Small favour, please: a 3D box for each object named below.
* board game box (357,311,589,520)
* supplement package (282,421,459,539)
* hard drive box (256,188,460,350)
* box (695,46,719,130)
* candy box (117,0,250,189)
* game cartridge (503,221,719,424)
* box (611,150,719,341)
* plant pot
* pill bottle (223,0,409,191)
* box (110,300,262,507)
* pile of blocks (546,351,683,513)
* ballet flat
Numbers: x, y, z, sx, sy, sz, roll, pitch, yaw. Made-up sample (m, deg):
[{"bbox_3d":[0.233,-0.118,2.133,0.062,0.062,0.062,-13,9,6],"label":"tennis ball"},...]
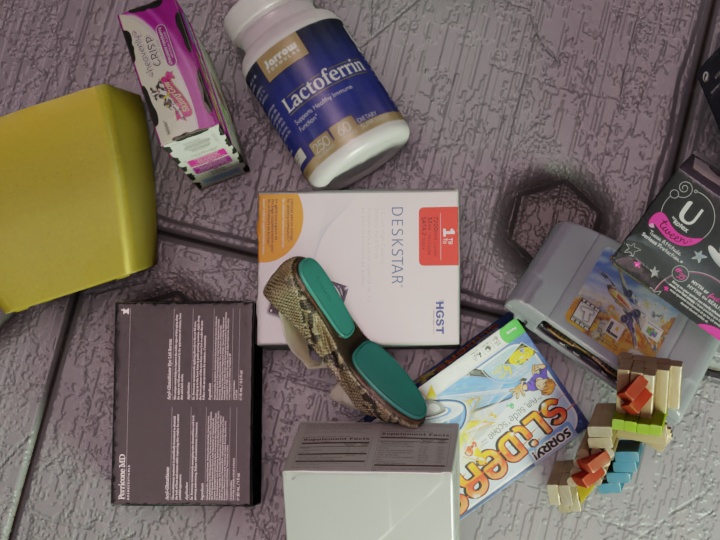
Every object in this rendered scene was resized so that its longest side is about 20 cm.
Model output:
[{"bbox_3d":[0.105,0.154,1.417,0.200,0.034,0.135,-36,100,0],"label":"board game box"},{"bbox_3d":[0.015,0.253,1.354,0.155,0.111,0.200,0,108,7],"label":"supplement package"},{"bbox_3d":[0.000,0.000,1.445,0.199,0.077,0.156,-1,83,5],"label":"hard drive box"},{"bbox_3d":[0.443,-0.128,1.330,0.200,0.123,0.199,4,55,-28],"label":"box"},{"bbox_3d":[-0.170,-0.169,1.419,0.061,0.200,0.137,-20,80,2],"label":"candy box"},{"bbox_3d":[0.250,0.043,1.406,0.200,0.042,0.133,35,61,2],"label":"game cartridge"},{"bbox_3d":[0.360,-0.008,1.374,0.200,0.132,0.115,38,112,8],"label":"box"},{"bbox_3d":[-0.299,-0.064,1.429,0.200,0.200,0.177,-18,92,2],"label":"plant pot"},{"bbox_3d":[-0.048,-0.188,1.454,0.116,0.116,0.200,-33,81,0],"label":"pill bottle"},{"bbox_3d":[-0.170,0.132,1.441,0.141,0.079,0.201,0,83,2],"label":"box"},{"bbox_3d":[0.239,0.168,1.357,0.082,0.062,0.200,29,121,6],"label":"pile of blocks"},{"bbox_3d":[-0.020,0.079,1.376,0.075,0.068,0.200,-39,89,32],"label":"ballet flat"}]
